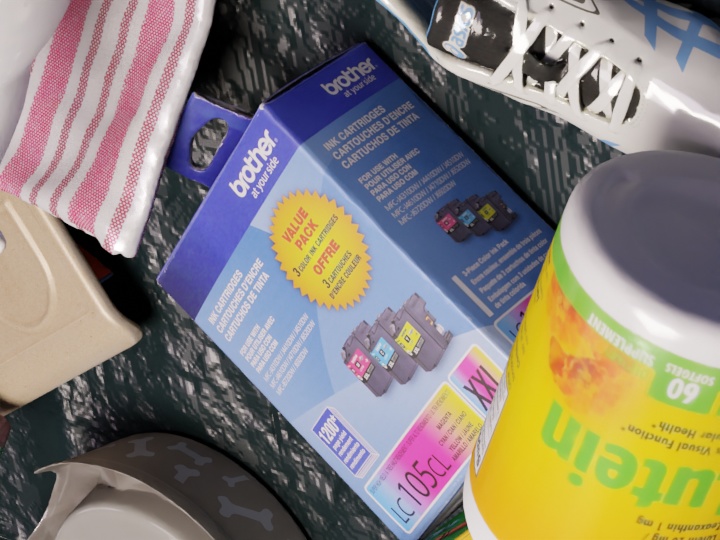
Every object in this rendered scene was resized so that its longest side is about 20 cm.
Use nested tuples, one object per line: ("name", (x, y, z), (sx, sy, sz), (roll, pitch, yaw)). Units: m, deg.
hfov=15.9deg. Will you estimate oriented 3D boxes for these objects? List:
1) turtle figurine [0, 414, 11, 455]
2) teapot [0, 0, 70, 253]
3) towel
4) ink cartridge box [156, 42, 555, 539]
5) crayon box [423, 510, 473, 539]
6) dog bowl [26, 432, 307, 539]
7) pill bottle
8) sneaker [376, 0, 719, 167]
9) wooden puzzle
("turtle figurine", (-0.270, 0.029, 1.299), (0.200, 0.101, 0.149), (51, 156, -25))
("teapot", (-0.216, -0.131, 1.038), (0.199, 0.146, 0.198), (17, 133, 9))
("towel", (-0.148, -0.105, 1.153), (0.199, 0.030, 0.147), (26, 106, 39))
("ink cartridge box", (0.000, 0.000, 1.113), (0.200, 0.076, 0.137), (47, 138, 12))
("crayon box", (0.106, 0.182, 1.090), (0.200, 0.119, 0.058), (55, 178, 0))
("dog bowl", (-0.093, 0.173, 1.320), (0.199, 0.059, 0.201), (23, 129, 32))
("pill bottle", (0.102, 0.065, 0.970), (0.111, 0.111, 0.201), (35, 130, 21))
("sneaker", (0.072, -0.087, 0.992), (0.200, 0.072, 0.072), (34, 133, 20))
("wooden puzzle", (-0.209, -0.025, 1.314), (0.185, 0.046, 0.200), (-27, 100, 48))
